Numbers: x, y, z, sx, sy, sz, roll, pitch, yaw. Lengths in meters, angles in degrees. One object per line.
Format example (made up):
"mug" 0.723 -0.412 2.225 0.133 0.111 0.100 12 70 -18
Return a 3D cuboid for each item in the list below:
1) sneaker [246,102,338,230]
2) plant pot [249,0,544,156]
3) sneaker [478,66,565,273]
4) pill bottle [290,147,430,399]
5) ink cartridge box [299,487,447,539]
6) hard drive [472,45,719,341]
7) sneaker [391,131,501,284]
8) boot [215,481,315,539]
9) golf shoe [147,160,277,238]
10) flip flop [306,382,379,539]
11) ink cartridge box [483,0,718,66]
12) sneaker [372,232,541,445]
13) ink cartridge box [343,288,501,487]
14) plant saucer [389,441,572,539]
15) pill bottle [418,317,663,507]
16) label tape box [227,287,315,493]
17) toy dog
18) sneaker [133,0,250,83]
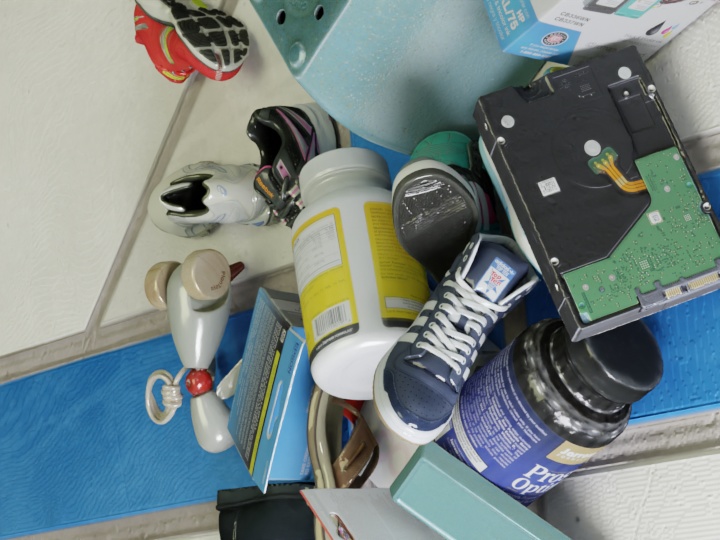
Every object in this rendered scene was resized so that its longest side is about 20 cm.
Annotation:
"sneaker" -0.059 -0.068 1.845 0.080 0.086 0.201 -47 53 39
"plant pot" 0.025 -0.228 1.678 0.196 0.199 0.197 -53 50 31
"sneaker" 0.175 -0.080 1.579 0.131 0.079 0.201 -52 51 35
"pill bottle" 0.000 0.000 1.693 0.112 0.111 0.201 -38 50 41
"ink cartridge box" 0.041 0.231 1.611 0.109 0.199 0.051 53 124 38
"hard drive" 0.186 -0.060 1.506 0.038 0.139 0.201 102 146 -69
"sneaker" 0.069 -0.070 1.638 0.083 0.200 0.122 -18 59 10
"boot" -0.071 0.283 1.832 0.199 0.076 0.170 -14 73 52
"golf shoe" -0.170 -0.077 1.972 0.199 0.097 0.079 -8 82 50
"flip flop" -0.011 0.173 1.718 0.057 0.081 0.202 -4 79 11
"ink cartridge box" 0.200 -0.271 1.515 0.200 0.146 0.147 -39 57 41
"sneaker" 0.078 0.045 1.553 0.070 0.200 0.109 36 128 -4
"ink cartridge box" 0.026 0.092 1.762 0.200 0.057 0.164 39 116 39
"plant saucer" 0.115 0.215 1.568 0.199 0.019 0.070 34 128 2
"pill bottle" 0.144 0.109 1.570 0.200 0.111 0.113 -44 55 39
"label tape box" -0.063 0.109 1.793 0.200 0.066 0.145 -138 61 -71
"toy dog" -0.142 0.067 1.950 0.131 0.096 0.202 22 118 45
"sneaker" -0.175 -0.228 2.024 0.200 0.076 0.086 43 129 50
